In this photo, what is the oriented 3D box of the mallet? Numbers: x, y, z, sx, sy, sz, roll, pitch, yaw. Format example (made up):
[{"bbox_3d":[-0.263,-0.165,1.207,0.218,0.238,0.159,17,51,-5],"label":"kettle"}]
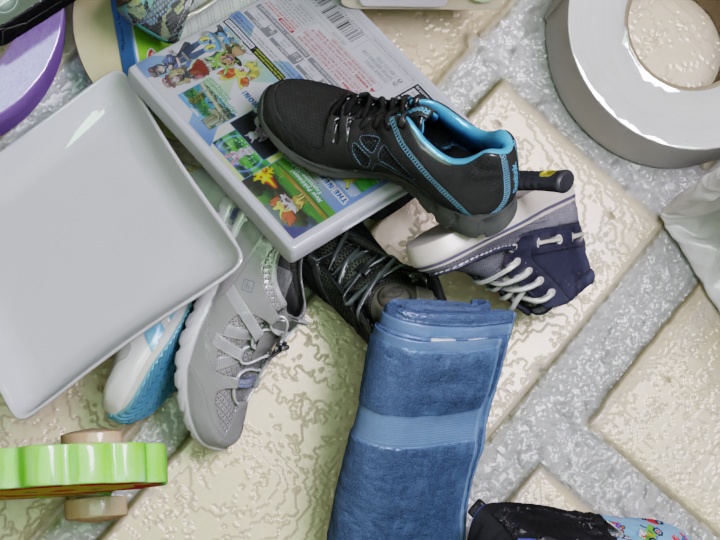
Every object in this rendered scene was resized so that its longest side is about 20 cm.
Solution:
[{"bbox_3d":[0.070,-0.061,1.330,0.066,0.200,0.041,-34,114,-28],"label":"mallet"}]

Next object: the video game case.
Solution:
[{"bbox_3d":[-0.041,-0.119,1.329,0.182,0.022,0.200,-31,66,-25],"label":"video game case"}]

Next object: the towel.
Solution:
[{"bbox_3d":[0.043,0.117,1.311,0.111,0.049,0.201,0,114,-32],"label":"towel"}]

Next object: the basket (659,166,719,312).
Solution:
[{"bbox_3d":[0.365,-0.017,1.363,0.160,0.198,0.201,-30,86,-13],"label":"basket"}]

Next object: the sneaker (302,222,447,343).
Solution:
[{"bbox_3d":[0.000,0.000,1.352,0.076,0.114,0.200,-41,86,-14],"label":"sneaker"}]

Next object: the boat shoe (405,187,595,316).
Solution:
[{"bbox_3d":[0.113,-0.005,1.343,0.200,0.074,0.093,-24,96,-50],"label":"boat shoe"}]

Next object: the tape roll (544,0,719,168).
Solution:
[{"bbox_3d":[0.250,-0.186,1.437,0.201,0.071,0.204,1,82,-8],"label":"tape roll"}]

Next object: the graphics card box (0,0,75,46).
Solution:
[{"bbox_3d":[-0.268,-0.281,1.324,0.125,0.051,0.200,-33,88,-12],"label":"graphics card box"}]

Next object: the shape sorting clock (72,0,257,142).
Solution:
[{"bbox_3d":[-0.122,-0.191,1.400,0.199,0.039,0.201,4,71,-12],"label":"shape sorting clock"}]

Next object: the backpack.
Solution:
[{"bbox_3d":[0.173,0.268,1.314,0.199,0.135,0.184,7,98,-14],"label":"backpack"}]

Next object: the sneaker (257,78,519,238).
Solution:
[{"bbox_3d":[0.022,-0.099,1.258,0.199,0.082,0.073,22,54,12],"label":"sneaker"}]

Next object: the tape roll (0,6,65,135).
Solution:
[{"bbox_3d":[-0.323,-0.193,1.360,0.199,0.066,0.201,1,82,-8],"label":"tape roll"}]

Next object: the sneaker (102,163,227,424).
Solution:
[{"bbox_3d":[-0.155,0.017,1.353,0.080,0.077,0.201,17,77,11],"label":"sneaker"}]

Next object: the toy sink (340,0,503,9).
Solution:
[{"bbox_3d":[0.048,-0.268,1.366,0.130,0.112,0.201,-2,52,-9],"label":"toy sink"}]

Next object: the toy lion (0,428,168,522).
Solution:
[{"bbox_3d":[-0.234,0.142,1.255,0.199,0.192,0.069,-3,81,-8],"label":"toy lion"}]

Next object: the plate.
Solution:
[{"bbox_3d":[-0.206,-0.018,1.318,0.199,0.032,0.200,-36,64,2],"label":"plate"}]

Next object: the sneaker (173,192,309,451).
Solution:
[{"bbox_3d":[-0.080,0.041,1.322,0.082,0.075,0.201,16,104,21],"label":"sneaker"}]

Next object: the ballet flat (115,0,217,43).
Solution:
[{"bbox_3d":[-0.111,-0.251,1.375,0.074,0.074,0.200,36,70,-1],"label":"ballet flat"}]
